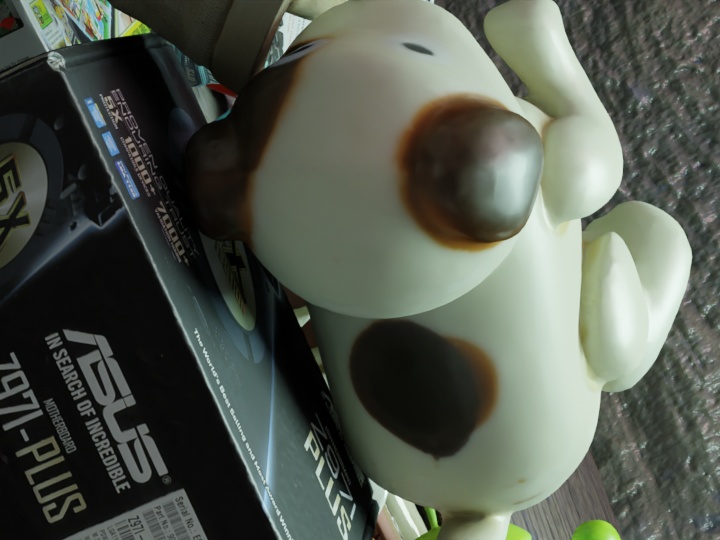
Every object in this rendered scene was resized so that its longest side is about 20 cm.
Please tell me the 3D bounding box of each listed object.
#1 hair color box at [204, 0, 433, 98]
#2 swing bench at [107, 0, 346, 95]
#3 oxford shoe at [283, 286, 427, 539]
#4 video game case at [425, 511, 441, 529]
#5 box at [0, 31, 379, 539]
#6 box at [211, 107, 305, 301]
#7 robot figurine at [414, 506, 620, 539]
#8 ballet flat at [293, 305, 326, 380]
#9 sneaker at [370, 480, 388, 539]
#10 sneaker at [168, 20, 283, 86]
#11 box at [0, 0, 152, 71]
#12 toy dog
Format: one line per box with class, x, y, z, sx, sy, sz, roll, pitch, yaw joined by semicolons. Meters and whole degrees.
hair color box;-0.028;-0.174;1.034;0.200;0.061;0.102;-22;128;-52
swing bench;-0.082;-0.169;0.606;0.199;0.130;0.200;34;26;1
oxford shoe;0.013;0.085;0.938;0.071;0.074;0.201;136;-65;-69
video game case;0.068;0.078;1.176;0.181;0.025;0.201;110;-28;-46
box;-0.075;0.031;0.570;0.164;0.086;0.201;-61;128;-80
box;0.000;0.000;0.889;0.200;0.049;0.082;49;-15;15
robot figurine;0.083;0.203;0.838;0.200;0.175;0.116;39;-22;13
ballet flat;-0.037;0.036;0.850;0.071;0.065;0.201;-98;163;-63
sneaker;-0.038;0.067;0.710;0.200;0.084;0.073;61;12;-26
sneaker;-0.108;-0.165;0.869;0.078;0.086;0.200;-89;162;-45
box;-0.140;-0.126;0.746;0.200;0.035;0.110;-84;149;-72
toy dog;0.016;-0.008;0.589;0.195;0.139;0.200;-69;152;-24
